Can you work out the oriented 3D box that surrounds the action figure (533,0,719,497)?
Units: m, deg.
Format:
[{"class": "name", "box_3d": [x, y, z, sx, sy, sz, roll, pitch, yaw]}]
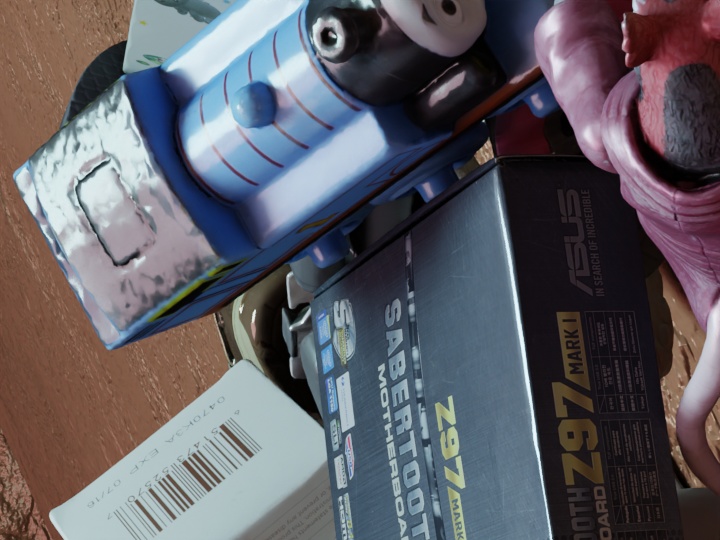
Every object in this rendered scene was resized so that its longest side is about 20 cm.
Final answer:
[{"class": "action figure", "box_3d": [0.093, -0.022, 0.634, 0.134, 0.149, 0.200, 17, 172, 26]}]

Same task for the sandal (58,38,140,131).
[{"class": "sandal", "box_3d": [-0.056, -0.071, 0.942, 0.076, 0.200, 0.043, 30, 127, 7]}]

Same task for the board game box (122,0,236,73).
[{"class": "board game box", "box_3d": [-0.024, -0.161, 0.827, 0.064, 0.148, 0.200, 19, 159, -1]}]

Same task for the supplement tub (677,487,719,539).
[{"class": "supplement tub", "box_3d": [0.129, 0.191, 0.856, 0.145, 0.145, 0.200, 51, 158, 40]}]

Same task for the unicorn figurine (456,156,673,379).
[{"class": "unicorn figurine", "box_3d": [0.070, -0.025, 0.890, 0.200, 0.074, 0.138, -117, 4, -82]}]

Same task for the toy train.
[{"class": "toy train", "box_3d": [-0.013, -0.052, 0.740, 0.200, 0.114, 0.087, -34, 84, 38]}]

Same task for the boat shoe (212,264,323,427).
[{"class": "boat shoe", "box_3d": [-0.018, 0.069, 1.132, 0.075, 0.075, 0.203, 28, 143, 50]}]

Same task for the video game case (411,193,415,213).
[{"class": "video game case", "box_3d": [-0.027, -0.133, 1.093, 0.200, 0.023, 0.182, 59, 162, 22]}]

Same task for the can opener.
[{"class": "can opener", "box_3d": [0.000, 0.000, 0.942, 0.200, 0.053, 0.067, 92, 161, -57]}]

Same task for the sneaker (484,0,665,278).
[{"class": "sneaker", "box_3d": [0.060, -0.090, 0.818, 0.095, 0.079, 0.201, -171, 65, -78]}]

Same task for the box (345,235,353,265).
[{"class": "box", "box_3d": [-0.004, 0.016, 1.153, 0.143, 0.036, 0.200, 48, 160, 4]}]

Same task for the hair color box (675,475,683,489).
[{"class": "hair color box", "box_3d": [0.098, 0.144, 1.035, 0.099, 0.060, 0.200, 59, 163, 16]}]

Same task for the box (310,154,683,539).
[{"class": "box", "box_3d": [0.042, 0.081, 0.745, 0.158, 0.051, 0.201, 146, 120, -62]}]

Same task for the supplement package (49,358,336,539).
[{"class": "supplement package", "box_3d": [-0.024, 0.160, 1.043, 0.200, 0.117, 0.117, 57, 169, -28]}]
